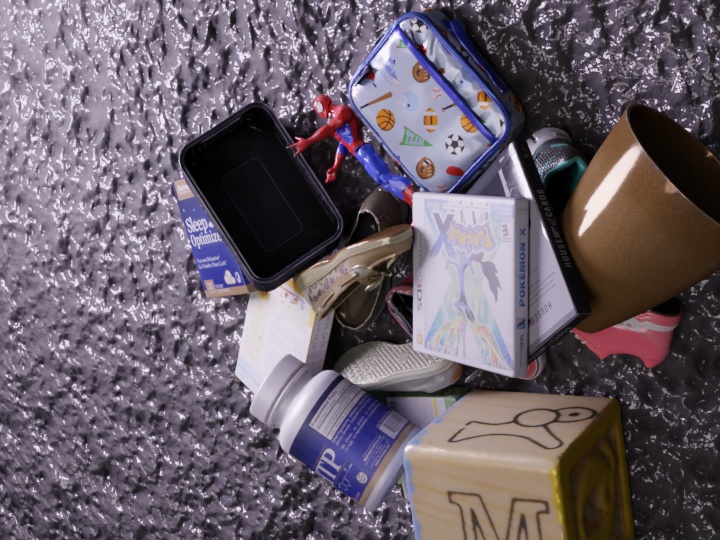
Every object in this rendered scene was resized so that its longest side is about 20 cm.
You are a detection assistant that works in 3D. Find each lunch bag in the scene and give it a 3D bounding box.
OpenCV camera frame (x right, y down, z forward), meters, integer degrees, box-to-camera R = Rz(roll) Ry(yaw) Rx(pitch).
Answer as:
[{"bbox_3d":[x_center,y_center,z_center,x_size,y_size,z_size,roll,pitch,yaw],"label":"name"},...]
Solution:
[{"bbox_3d":[0.086,-0.198,1.459,0.201,0.075,0.160,50,124,8],"label":"lunch bag"}]

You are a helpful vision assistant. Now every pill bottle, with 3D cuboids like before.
[{"bbox_3d":[-0.032,0.196,1.574,0.199,0.120,0.121,33,122,11],"label":"pill bottle"}]

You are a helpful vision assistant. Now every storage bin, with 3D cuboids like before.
[{"bbox_3d":[-0.123,-0.090,1.582,0.134,0.094,0.201,-33,87,-8],"label":"storage bin"}]

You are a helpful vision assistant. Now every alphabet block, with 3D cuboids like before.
[{"bbox_3d":[0.189,0.265,1.480,0.198,0.195,0.199,1,109,34],"label":"alphabet block"}]

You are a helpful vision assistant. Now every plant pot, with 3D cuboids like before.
[{"bbox_3d":[0.279,-0.034,1.306,0.187,0.186,0.200,47,120,10],"label":"plant pot"}]

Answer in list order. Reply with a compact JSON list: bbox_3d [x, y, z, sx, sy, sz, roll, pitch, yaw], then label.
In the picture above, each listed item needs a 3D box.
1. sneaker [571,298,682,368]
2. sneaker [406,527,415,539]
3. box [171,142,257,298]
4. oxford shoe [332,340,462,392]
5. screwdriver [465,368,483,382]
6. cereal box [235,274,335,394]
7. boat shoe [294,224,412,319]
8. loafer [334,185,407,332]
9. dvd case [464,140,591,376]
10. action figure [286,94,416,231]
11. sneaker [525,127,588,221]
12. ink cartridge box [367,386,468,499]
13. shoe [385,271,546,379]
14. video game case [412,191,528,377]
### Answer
[{"bbox_3d":[0.259,0.056,1.432,0.198,0.074,0.088,17,117,28],"label":"sneaker"},{"bbox_3d":[0.091,0.432,1.679,0.107,0.067,0.203,32,119,23],"label":"sneaker"},{"bbox_3d":[-0.197,-0.065,1.693,0.121,0.032,0.203,-7,100,56],"label":"box"},{"bbox_3d":[0.047,0.127,1.607,0.198,0.076,0.058,-10,137,37],"label":"oxford shoe"},{"bbox_3d":[0.170,0.090,1.424,0.029,0.200,0.028,20,117,22],"label":"screwdriver"},{"bbox_3d":[-0.101,0.089,1.679,0.144,0.039,0.202,39,127,40],"label":"cereal box"},{"bbox_3d":[0.000,0.000,1.500,0.199,0.073,0.063,-27,87,51],"label":"boat shoe"},{"bbox_3d":[0.000,-0.010,1.583,0.075,0.069,0.202,25,119,24],"label":"loafer"},{"bbox_3d":[0.163,-0.011,1.336,0.150,0.024,0.202,-49,52,52],"label":"dvd case"},{"bbox_3d":[-0.009,-0.116,1.500,0.099,0.065,0.201,-35,79,-4],"label":"action figure"},{"bbox_3d":[0.190,-0.056,1.390,0.202,0.077,0.091,-70,22,11],"label":"sneaker"},{"bbox_3d":[0.057,0.223,1.642,0.198,0.048,0.148,-2,106,32],"label":"ink cartridge box"},{"bbox_3d":[0.123,0.073,1.514,0.200,0.091,0.072,39,129,17],"label":"shoe"},{"bbox_3d":[0.115,0.010,1.375,0.199,0.022,0.185,10,102,60],"label":"video game case"}]
